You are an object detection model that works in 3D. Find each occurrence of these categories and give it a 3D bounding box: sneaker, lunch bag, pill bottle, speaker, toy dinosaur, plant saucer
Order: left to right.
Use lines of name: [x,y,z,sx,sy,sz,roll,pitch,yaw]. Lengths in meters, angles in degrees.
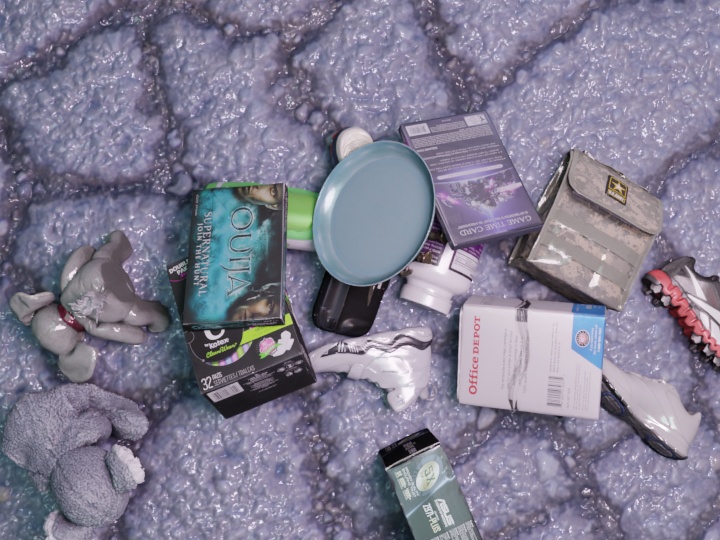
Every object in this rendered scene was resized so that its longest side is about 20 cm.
speaker: [-0.130,-0.079,1.214,0.196,0.088,0.090,7,86,-1]
sneaker: [0.001,-0.118,1.234,0.074,0.084,0.203,-16,111,-15]
sneaker: [0.017,0.153,1.206,0.196,0.075,0.117,-10,84,-5]
plant saucer: [0.021,-0.075,1.120,0.198,0.027,0.204,-10,72,33]
toy dinosaur: [0.059,-0.042,1.148,0.076,0.102,0.203,19,94,-36]
pill bottle: [0.124,-0.043,1.205,0.111,0.112,0.203,20,86,0]
lunch bag: [0.339,-0.062,1.211,0.162,0.118,0.202,28,83,-5]
sneaker: [0.418,0.191,1.227,0.199,0.074,0.087,41,74,-5]
sneaker: [0.514,0.063,1.229,0.097,0.071,0.201,-38,86,-2]

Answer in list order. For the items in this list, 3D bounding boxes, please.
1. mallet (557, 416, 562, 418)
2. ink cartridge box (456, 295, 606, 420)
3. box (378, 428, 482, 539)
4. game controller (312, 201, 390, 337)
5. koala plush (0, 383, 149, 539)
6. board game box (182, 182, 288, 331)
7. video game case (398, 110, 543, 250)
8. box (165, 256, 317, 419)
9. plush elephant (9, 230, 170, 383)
mallet: [0.249,0.135,1.238,0.199,0.041,0.066,42,88,6]
ink cartridge box: [0.242,0.119,1.171,0.197,0.084,0.147,5,100,17]
box: [0.105,0.337,1.152,0.085,0.164,0.203,-23,86,-3]
game controller: [0.000,0.000,1.206,0.103,0.042,0.203,13,101,-39]
koala plush: [-0.372,0.264,1.097,0.177,0.184,0.200,-44,48,-2]
board game box: [-0.165,-0.020,1.111,0.133,0.028,0.203,-4,65,6]
video game case: [0.151,-0.129,1.143,0.141,0.019,0.202,-12,66,-20]
box: [-0.165,0.074,1.152,0.146,0.125,0.202,-21,63,-3]
plush elephant: [-0.392,0.060,1.167,0.153,0.200,0.166,-30,95,15]
